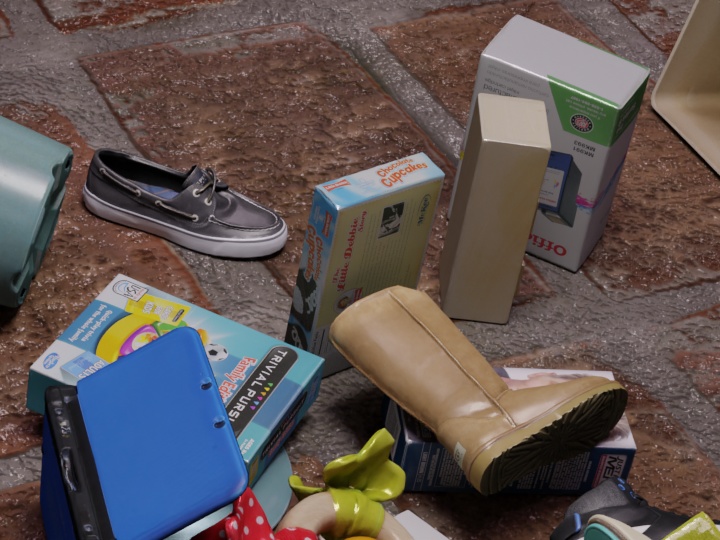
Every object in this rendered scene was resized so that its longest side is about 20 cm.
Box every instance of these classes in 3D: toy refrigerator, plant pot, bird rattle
[{"bbox_3d":[0.123,-0.054,1.848,0.069,0.201,0.076,7,37,-6],"label":"toy refrigerator"},{"bbox_3d":[0.461,-0.204,2.142,0.176,0.201,0.200,-2,39,-34],"label":"plant pot"},{"bbox_3d":[-0.363,-0.069,1.765,0.195,0.201,0.201,19,38,-2],"label":"plant pot"},{"bbox_3d":[-0.018,0.206,1.482,0.163,0.113,0.200,44,30,11],"label":"bird rattle"}]

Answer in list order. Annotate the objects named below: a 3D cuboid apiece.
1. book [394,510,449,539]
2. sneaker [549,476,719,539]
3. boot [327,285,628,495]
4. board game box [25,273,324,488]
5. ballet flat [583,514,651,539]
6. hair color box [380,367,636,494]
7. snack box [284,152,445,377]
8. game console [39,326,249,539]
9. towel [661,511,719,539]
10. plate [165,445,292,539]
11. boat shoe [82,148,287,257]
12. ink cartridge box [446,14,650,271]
[{"bbox_3d":[0.065,0.274,1.554,0.199,0.048,0.133,32,41,29],"label":"book"},{"bbox_3d":[0.251,0.209,1.653,0.199,0.073,0.112,-6,42,-19],"label":"sneaker"},{"bbox_3d":[0.099,0.079,1.686,0.174,0.066,0.200,-19,48,-32],"label":"boot"},{"bbox_3d":[-0.151,0.092,1.680,0.199,0.047,0.151,21,38,13],"label":"board game box"},{"bbox_3d":[0.242,0.267,1.550,0.069,0.069,0.201,-21,75,-35],"label":"ballet flat"},{"bbox_3d":[0.124,0.134,1.726,0.198,0.061,0.100,3,39,-12],"label":"hair color box"},{"bbox_3d":[0.000,0.000,1.749,0.116,0.201,0.037,-19,49,-34],"label":"snack box"},{"bbox_3d":[-0.165,0.167,1.511,0.117,0.172,0.200,-2,35,-17],"label":"game console"},{"bbox_3d":[0.202,0.263,1.495,0.199,0.018,0.086,-31,79,-19],"label":"towel"},{"bbox_3d":[-0.151,0.156,1.658,0.199,0.026,0.201,7,39,-6],"label":"plate"},{"bbox_3d":[-0.162,-0.070,1.905,0.199,0.067,0.070,17,38,8],"label":"boat shoe"},{"bbox_3d":[0.177,-0.119,1.946,0.145,0.201,0.088,24,43,15],"label":"ink cartridge box"}]
